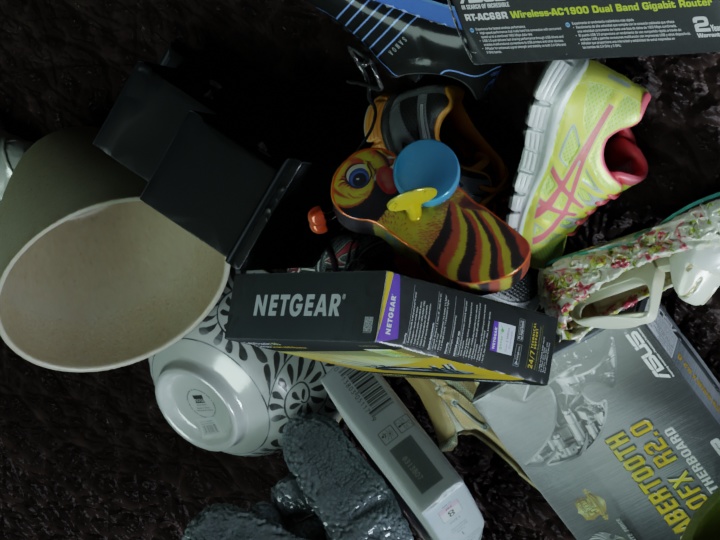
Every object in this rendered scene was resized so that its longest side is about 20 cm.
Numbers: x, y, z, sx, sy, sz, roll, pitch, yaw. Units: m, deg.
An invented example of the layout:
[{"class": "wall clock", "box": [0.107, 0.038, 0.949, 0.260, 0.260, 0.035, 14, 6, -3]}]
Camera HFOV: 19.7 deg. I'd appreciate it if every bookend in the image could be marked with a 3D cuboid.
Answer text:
[{"class": "bookend", "box": [-0.117, -0.091, 1.566, 0.199, 0.199, 0.093, 33, 99, 13]}]

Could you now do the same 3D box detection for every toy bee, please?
[{"class": "toy bee", "box": [0.023, -0.045, 1.473, 0.200, 0.109, 0.131, 46, 172, 35]}]

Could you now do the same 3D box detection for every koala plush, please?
[{"class": "koala plush", "box": [-0.025, 0.262, 1.787, 0.184, 0.177, 0.200, 40, 164, 27]}]

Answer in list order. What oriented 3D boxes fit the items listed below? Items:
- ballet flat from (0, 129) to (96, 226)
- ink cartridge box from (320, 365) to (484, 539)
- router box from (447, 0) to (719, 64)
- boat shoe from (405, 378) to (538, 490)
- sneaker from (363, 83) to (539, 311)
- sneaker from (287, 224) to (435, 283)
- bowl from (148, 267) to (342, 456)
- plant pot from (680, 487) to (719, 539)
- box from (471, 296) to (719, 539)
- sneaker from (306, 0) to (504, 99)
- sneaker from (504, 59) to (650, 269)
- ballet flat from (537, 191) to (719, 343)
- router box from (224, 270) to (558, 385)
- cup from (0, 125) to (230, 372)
[{"class": "ballet flat", "box": [-0.273, -0.064, 1.835, 0.069, 0.070, 0.200, -22, 113, 47]}, {"class": "ink cartridge box", "box": [0.049, 0.175, 1.727, 0.163, 0.057, 0.200, 50, 177, 35]}, {"class": "router box", "box": [0.174, -0.194, 1.287, 0.199, 0.150, 0.062, 1, 125, 39]}, {"class": "boat shoe", "box": [0.081, 0.109, 1.651, 0.199, 0.076, 0.072, 31, 172, 10]}, {"class": "sneaker", "box": [0.081, -0.050, 1.544, 0.077, 0.078, 0.201, -22, 109, 40]}, {"class": "sneaker", "box": [0.000, 0.000, 1.649, 0.199, 0.075, 0.081, -23, 109, 48]}, {"class": "bowl", "box": [-0.118, 0.095, 1.810, 0.200, 0.094, 0.202, 22, 135, 24]}, {"class": "plant pot", "box": [0.333, 0.270, 1.493, 0.199, 0.201, 0.185, 14, 138, 30]}, {"class": "box", "box": [0.205, 0.129, 1.571, 0.158, 0.048, 0.201, -30, 105, 29]}, {"class": "sneaker", "box": [0.013, -0.183, 1.488, 0.199, 0.070, 0.078, 22, 128, 21]}, {"class": "sneaker", "box": [0.156, -0.066, 1.471, 0.090, 0.079, 0.201, 17, 141, 8]}, {"class": "ballet flat", "box": [0.212, 0.002, 1.461, 0.199, 0.064, 0.075, -24, 148, 35]}, {"class": "router box", "box": [0.020, 0.042, 1.502, 0.156, 0.053, 0.199, 15, 171, -33]}, {"class": "cup", "box": [-0.223, -0.035, 1.729, 0.201, 0.199, 0.144, 101, 152, -44]}]
